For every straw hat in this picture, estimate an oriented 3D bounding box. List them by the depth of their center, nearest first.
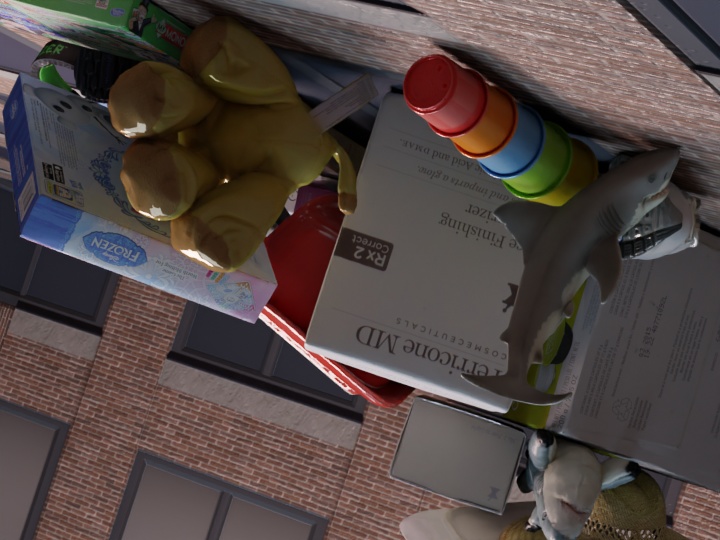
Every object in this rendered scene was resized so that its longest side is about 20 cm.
[{"bbox_3d":[0.216,0.211,1.732,0.199,0.086,0.201,4,-159,-2],"label":"straw hat"}]

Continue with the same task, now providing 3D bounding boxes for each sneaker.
[{"bbox_3d":[0.214,-0.043,1.494,0.086,0.075,0.200,7,-176,-6],"label":"sneaker"},{"bbox_3d":[-0.135,-0.146,1.661,0.199,0.066,0.078,17,-173,28],"label":"sneaker"}]

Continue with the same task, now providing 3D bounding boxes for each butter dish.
[{"bbox_3d":[0.000,0.000,1.741,0.200,0.148,0.199,40,-167,4],"label":"butter dish"}]

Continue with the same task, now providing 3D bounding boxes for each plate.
[{"bbox_3d":[0.156,0.249,1.786,0.198,0.033,0.200,-2,-158,-18],"label":"plate"}]

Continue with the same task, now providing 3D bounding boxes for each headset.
[{"bbox_3d":[-0.208,-0.146,1.878,0.200,0.094,0.123,44,155,-23],"label":"headset"}]

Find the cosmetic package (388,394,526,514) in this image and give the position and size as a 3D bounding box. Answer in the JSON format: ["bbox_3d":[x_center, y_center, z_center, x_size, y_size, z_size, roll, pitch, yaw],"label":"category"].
[{"bbox_3d":[0.085,0.156,1.767,0.103,0.074,0.200,19,177,3],"label":"cosmetic package"}]

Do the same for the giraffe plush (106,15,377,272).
[{"bbox_3d":[-0.108,-0.095,1.497,0.199,0.174,0.162,-17,-172,-30],"label":"giraffe plush"}]

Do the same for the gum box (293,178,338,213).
[{"bbox_3d":[0.024,-0.044,1.923,0.113,0.067,0.200,16,-169,19],"label":"gum box"}]

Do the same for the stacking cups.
[{"bbox_3d":[0.088,-0.090,1.370,0.060,0.061,0.200,15,175,36],"label":"stacking cups"}]

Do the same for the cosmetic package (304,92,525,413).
[{"bbox_3d":[0.064,-0.009,1.577,0.164,0.201,0.165,17,176,2],"label":"cosmetic package"}]

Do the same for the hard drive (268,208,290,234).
[{"bbox_3d":[-0.162,-0.085,1.811,0.139,0.033,0.200,4,159,24],"label":"hard drive"}]

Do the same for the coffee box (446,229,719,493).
[{"bbox_3d":[0.224,0.058,1.756,0.199,0.201,0.197,20,176,-27],"label":"coffee box"}]

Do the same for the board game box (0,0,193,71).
[{"bbox_3d":[-0.224,-0.197,1.557,0.199,0.029,0.134,17,175,25],"label":"board game box"}]

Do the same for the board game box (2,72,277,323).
[{"bbox_3d":[-0.174,-0.058,1.584,0.198,0.044,0.200,21,-156,-24],"label":"board game box"}]

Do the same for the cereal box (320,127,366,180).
[{"bbox_3d":[-0.085,-0.126,1.812,0.143,0.040,0.200,18,178,20],"label":"cereal box"}]

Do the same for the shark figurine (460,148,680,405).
[{"bbox_3d":[0.119,0.000,1.385,0.089,0.215,0.128,37,163,-14],"label":"shark figurine"}]

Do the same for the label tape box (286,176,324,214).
[{"bbox_3d":[-0.115,-0.100,2.144,0.199,0.067,0.143,23,174,-25],"label":"label tape box"}]

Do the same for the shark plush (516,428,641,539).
[{"bbox_3d":[0.147,0.178,1.691,0.090,0.084,0.200,20,175,-19],"label":"shark plush"}]
